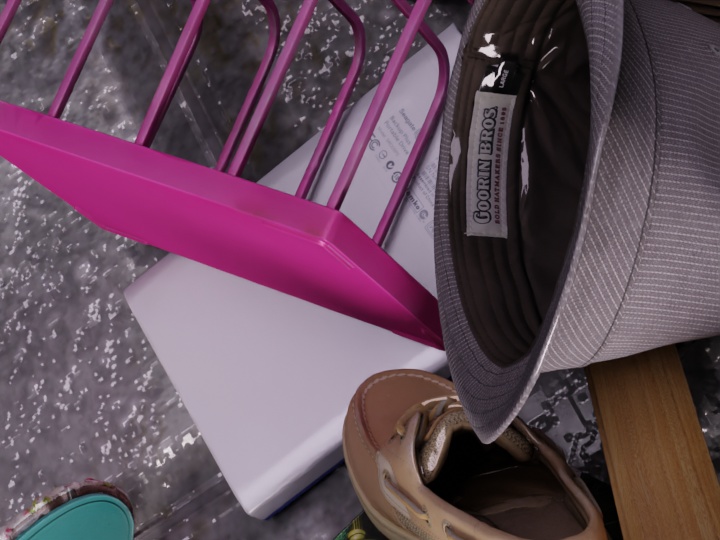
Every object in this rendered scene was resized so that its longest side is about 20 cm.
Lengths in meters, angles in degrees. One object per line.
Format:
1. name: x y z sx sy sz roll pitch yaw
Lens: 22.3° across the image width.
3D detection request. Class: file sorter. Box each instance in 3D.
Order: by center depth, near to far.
1. file sorter: -0.043 -0.070 0.772 0.199 0.139 0.126 19 79 29

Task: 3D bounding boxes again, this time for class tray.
1. tray: 0.110 0.091 0.640 0.037 0.099 0.200 -14 31 8

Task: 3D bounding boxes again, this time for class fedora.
1. fedora: 0.089 -0.031 0.629 0.200 0.090 0.177 -106 27 -63

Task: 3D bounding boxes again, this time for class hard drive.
1. hard drive: 0.000 0.000 0.821 0.200 0.025 0.132 -38 62 10

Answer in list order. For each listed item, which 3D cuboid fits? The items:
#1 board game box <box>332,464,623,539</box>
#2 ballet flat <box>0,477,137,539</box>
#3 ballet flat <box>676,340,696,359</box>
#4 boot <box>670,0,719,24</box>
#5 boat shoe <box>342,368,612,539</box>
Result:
1. board game box: 0.023 0.138 0.703 0.105 0.024 0.200 27 47 28
2. ballet flat: -0.173 0.179 0.828 0.200 0.076 0.064 -60 27 -7
3. ballet flat: 0.151 -0.029 0.685 0.066 0.200 0.057 11 54 -11
4. boot: 0.148 -0.168 0.714 0.072 0.200 0.167 13 76 -4
5. boat shoe: 0.045 0.076 0.691 0.071 0.065 0.200 -21 28 -16
